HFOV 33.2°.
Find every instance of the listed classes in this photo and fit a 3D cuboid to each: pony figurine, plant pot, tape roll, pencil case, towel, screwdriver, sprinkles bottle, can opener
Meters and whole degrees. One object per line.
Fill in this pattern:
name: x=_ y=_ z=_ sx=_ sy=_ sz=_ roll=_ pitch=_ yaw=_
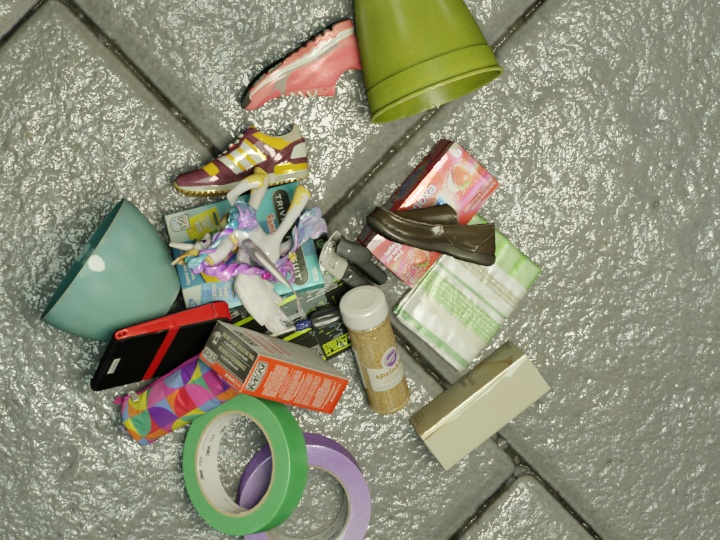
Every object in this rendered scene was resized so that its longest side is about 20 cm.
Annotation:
pony figurine: x=-0.135 y=-0.027 z=1.630 sx=0.193 sy=0.167 sz=0.200 roll=40 pitch=62 yaw=0
plant pot: x=-0.329 y=0.021 z=1.668 sx=0.134 sy=0.200 sz=0.201 roll=36 pitch=92 yaw=-15
tape roll: x=-0.086 y=0.351 z=1.819 sx=0.197 sy=0.066 sz=0.203 roll=-1 pitch=98 yaw=-8
pencil case: x=-0.256 y=0.177 z=1.729 sx=0.199 sy=0.089 sz=0.089 roll=-29 pitch=102 yaw=19
towel: x=0.162 y=0.033 z=1.829 sx=0.149 sy=0.031 sz=0.201 roll=39 pitch=89 yaw=-14
plant pot: x=0.075 y=-0.333 z=1.688 sx=0.198 sy=0.200 sz=0.195 roll=-20 pitch=89 yaw=-5
screwdriver: x=-0.108 y=0.089 z=1.745 sx=0.198 sy=0.029 sz=0.028 roll=-19 pitch=102 yaw=-11
sprinkles bottle: x=0.023 y=0.118 z=1.758 sx=0.067 sy=0.069 sz=0.202 roll=-19 pitch=128 yaw=-5
can opener: x=0.000 y=0.000 z=1.713 sx=0.066 sy=0.200 sz=0.054 roll=22 pitch=82 yaw=28
tape roll: x=-0.168 y=0.278 z=1.743 sx=0.198 sy=0.048 sz=0.204 roll=-4 pitch=83 yaw=33

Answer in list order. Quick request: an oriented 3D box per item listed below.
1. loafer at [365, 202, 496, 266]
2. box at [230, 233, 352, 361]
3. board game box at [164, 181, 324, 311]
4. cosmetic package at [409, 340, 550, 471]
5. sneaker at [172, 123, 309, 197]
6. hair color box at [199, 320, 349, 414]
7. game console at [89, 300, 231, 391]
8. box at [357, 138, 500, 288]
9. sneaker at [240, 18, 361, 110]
loafer: x=0.101 y=-0.062 z=1.683 sx=0.198 sy=0.073 sz=0.072 roll=15 pitch=91 yaw=-20
box: x=-0.109 y=0.055 z=1.781 sx=0.198 sy=0.048 sz=0.195 roll=-26 pitch=104 yaw=-4
board game box: x=-0.164 y=-0.027 z=1.719 sx=0.197 sy=0.047 sz=0.153 roll=-15 pitch=82 yaw=-3
cosmetic package: x=0.177 y=0.202 z=1.815 sx=0.199 sy=0.104 sz=0.073 roll=-39 pitch=101 yaw=-2
sneaker: x=-0.174 y=-0.159 z=1.731 sx=0.197 sy=0.075 sz=0.091 roll=-9 pitch=91 yaw=-13
hair color box: x=-0.116 y=0.136 z=1.669 sx=0.199 sy=0.101 sz=0.062 roll=23 pitch=98 yaw=-50
game console: x=-0.279 y=0.105 z=1.678 sx=0.175 sy=0.200 sz=0.031 roll=-12 pitch=69 yaw=-27
box: x=0.096 y=-0.085 z=1.761 sx=0.094 sy=0.103 sz=0.200 roll=40 pitch=90 yaw=-13
sneaker: x=-0.077 y=-0.273 z=1.721 sx=0.199 sy=0.074 sz=0.087 roll=-34 pitch=103 yaw=-2
